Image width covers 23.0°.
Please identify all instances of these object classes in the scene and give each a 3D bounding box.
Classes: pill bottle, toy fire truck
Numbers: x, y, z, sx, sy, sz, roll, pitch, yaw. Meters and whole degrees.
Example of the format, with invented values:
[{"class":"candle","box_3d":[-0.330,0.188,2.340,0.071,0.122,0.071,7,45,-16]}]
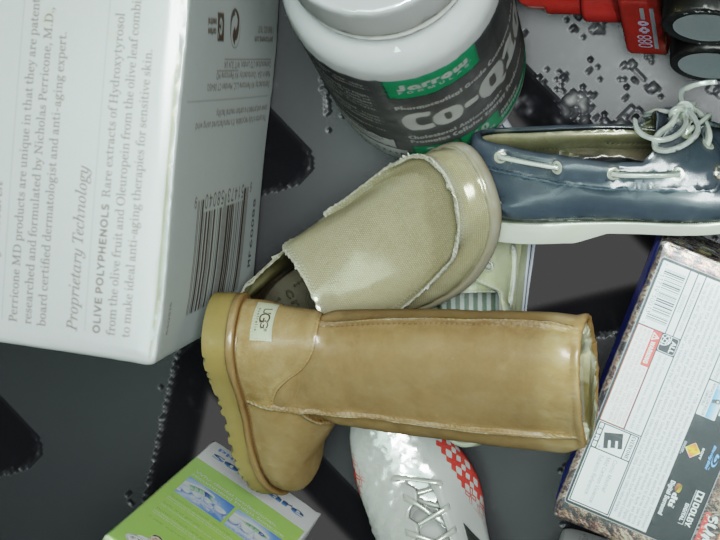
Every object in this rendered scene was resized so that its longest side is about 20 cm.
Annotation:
[{"class":"pill bottle","box_3d":[0.021,-0.136,0.895,0.112,0.200,0.114,-3,76,10]},{"class":"toy fire truck","box_3d":[0.106,-0.189,0.911,0.198,0.176,0.130,4,76,15]}]

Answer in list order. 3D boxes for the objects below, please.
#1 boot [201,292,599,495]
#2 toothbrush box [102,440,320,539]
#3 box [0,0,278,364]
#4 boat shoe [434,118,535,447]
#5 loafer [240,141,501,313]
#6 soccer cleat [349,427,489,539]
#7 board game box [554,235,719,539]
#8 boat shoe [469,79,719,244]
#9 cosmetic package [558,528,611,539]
[{"class":"boot","box_3d":[0.027,0.076,0.941,0.198,0.176,0.067,4,60,14]},{"class":"toothbrush box","box_3d":[-0.111,0.198,0.989,0.086,0.200,0.146,32,102,4]},{"class":"box","box_3d":[-0.153,-0.070,0.959,0.169,0.199,0.202,7,98,10]},{"class":"boat shoe","box_3d":[0.066,0.001,0.996,0.071,0.062,0.203,-5,96,11]},{"class":"loafer","box_3d":[0.000,0.000,0.964,0.200,0.068,0.076,-41,72,42]},{"class":"soccer cleat","box_3d":[0.045,0.169,1.013,0.068,0.085,0.202,-20,94,13]},{"class":"board game box","box_3d":[0.226,0.087,0.959,0.198,0.097,0.161,23,102,7]},{"class":"boat shoe","box_3d":[0.156,-0.059,0.933,0.198,0.075,0.062,-4,115,14]},{"class":"cosmetic package","box_3d":[0.196,0.216,0.983,0.198,0.102,0.075,15,102,8]}]
